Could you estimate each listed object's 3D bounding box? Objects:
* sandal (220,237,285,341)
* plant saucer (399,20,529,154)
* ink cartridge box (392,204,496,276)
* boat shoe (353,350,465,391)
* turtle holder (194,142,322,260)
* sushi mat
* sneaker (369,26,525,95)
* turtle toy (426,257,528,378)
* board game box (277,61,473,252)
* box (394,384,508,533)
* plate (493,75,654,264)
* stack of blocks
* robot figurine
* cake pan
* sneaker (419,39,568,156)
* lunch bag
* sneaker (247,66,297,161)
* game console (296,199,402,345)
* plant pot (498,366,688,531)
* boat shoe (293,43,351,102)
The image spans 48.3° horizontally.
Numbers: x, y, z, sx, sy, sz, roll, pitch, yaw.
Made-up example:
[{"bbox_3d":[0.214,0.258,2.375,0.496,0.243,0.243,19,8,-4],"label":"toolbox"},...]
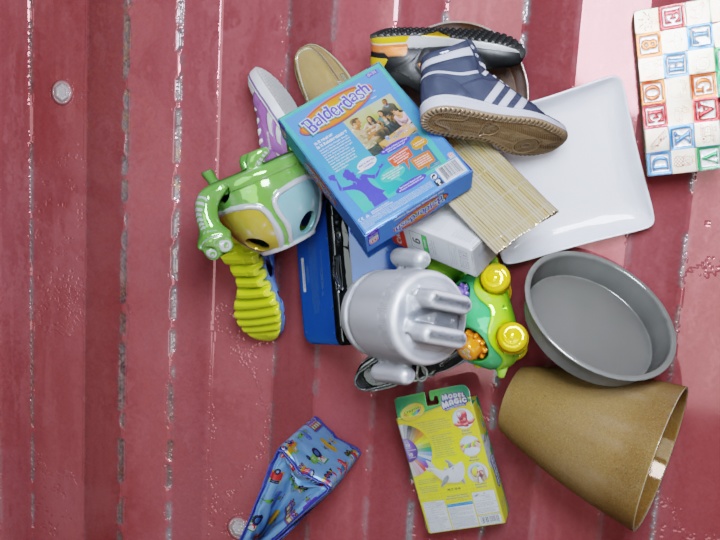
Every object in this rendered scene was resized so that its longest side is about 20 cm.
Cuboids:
[{"bbox_3d":[-0.145,0.010,1.167,0.079,0.087,0.200,4,119,19],"label":"sandal"},{"bbox_3d":[0.125,-0.229,1.076,0.200,0.034,0.201,3,99,16],"label":"plant saucer"},{"bbox_3d":[0.096,-0.074,1.031,0.200,0.109,0.050,24,146,37],"label":"ink cartridge box"},{"bbox_3d":[0.080,0.117,1.117,0.199,0.068,0.074,-19,91,18],"label":"boat shoe"},{"bbox_3d":[-0.124,-0.088,1.037,0.141,0.186,0.132,-19,102,18],"label":"turtle holder"},{"bbox_3d":[0.137,-0.113,0.975,0.096,0.012,0.200,-36,66,-9],"label":"sushi mat"},{"bbox_3d":[0.109,-0.261,1.032,0.200,0.070,0.090,8,117,14],"label":"sneaker"},{"bbox_3d":[0.149,0.043,1.038,0.101,0.146,0.200,-17,76,8],"label":"turtle toy"},{"bbox_3d":[0.016,-0.141,0.969,0.152,0.045,0.200,-31,66,-10],"label":"board game box"},{"bbox_3d":[0.126,0.261,1.134,0.117,0.048,0.200,-14,95,19],"label":"box"},{"bbox_3d":[0.255,-0.126,1.032,0.200,0.032,0.200,-15,102,12],"label":"plate"},{"bbox_3d":[0.400,-0.221,0.979,0.115,0.059,0.200,-5,96,17],"label":"stack of blocks"},{"bbox_3d":[0.050,0.055,0.985,0.200,0.113,0.170,-2,74,59],"label":"robot figurine"},{"bbox_3d":[0.290,0.061,0.993,0.200,0.200,0.037,33,136,10],"label":"cake pan"},{"bbox_3d":[0.159,-0.208,0.968,0.070,0.200,0.109,134,138,-53],"label":"sneaker"},{"bbox_3d":[-0.107,0.332,1.159,0.094,0.151,0.200,36,106,10],"label":"lunch bag"},{"bbox_3d":[-0.130,-0.180,1.143,0.114,0.073,0.201,-29,88,21],"label":"sneaker"},{"bbox_3d":[0.000,0.000,1.126,0.171,0.118,0.200,-6,88,59],"label":"game console"},{"bbox_3d":[0.285,0.199,1.021,0.200,0.186,0.187,20,103,28],"label":"plant pot"},{"bbox_3d":[-0.036,-0.225,1.103,0.072,0.076,0.200,-33,87,19],"label":"boat shoe"}]
